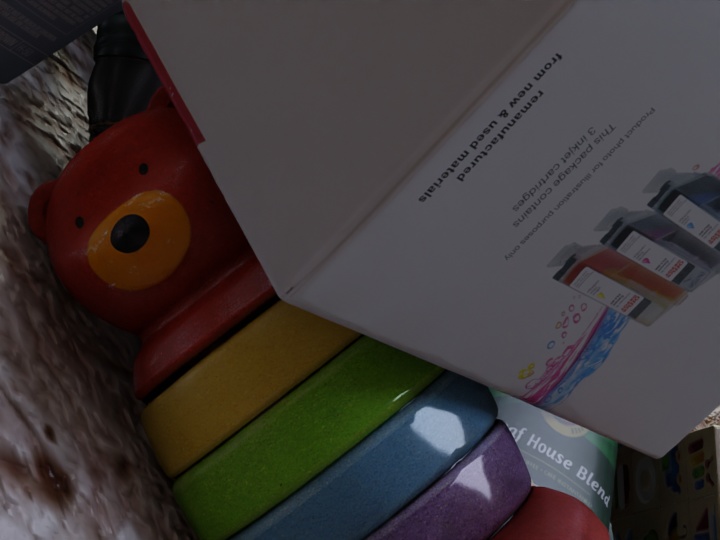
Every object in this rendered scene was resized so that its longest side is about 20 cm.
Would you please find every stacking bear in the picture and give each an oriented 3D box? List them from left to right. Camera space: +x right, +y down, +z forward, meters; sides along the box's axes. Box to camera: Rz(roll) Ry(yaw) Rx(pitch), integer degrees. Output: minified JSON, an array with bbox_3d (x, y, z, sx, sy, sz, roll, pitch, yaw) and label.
[{"bbox_3d":[-0.026,0.036,0.539,0.200,0.121,0.114,53,14,1],"label":"stacking bear"}]

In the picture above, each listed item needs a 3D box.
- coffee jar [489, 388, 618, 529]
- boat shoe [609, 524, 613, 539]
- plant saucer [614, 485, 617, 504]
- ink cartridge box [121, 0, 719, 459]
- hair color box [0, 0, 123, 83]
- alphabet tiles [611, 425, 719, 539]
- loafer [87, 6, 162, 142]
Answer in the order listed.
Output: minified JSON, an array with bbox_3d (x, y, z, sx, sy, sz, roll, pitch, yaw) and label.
[{"bbox_3d":[0.067,0.048,0.715,0.104,0.085,0.200,30,51,-13],"label":"coffee jar"},{"bbox_3d":[0.088,0.131,0.815,0.062,0.073,0.200,-44,116,-40],"label":"boat shoe"},{"bbox_3d":[0.153,0.152,1.001,0.200,0.035,0.201,176,-90,-83],"label":"plant saucer"},{"bbox_3d":[0.059,-0.056,0.533,0.200,0.145,0.145,26,24,-47],"label":"ink cartridge box"},{"bbox_3d":[-0.071,-0.160,0.561,0.099,0.200,0.061,65,13,22],"label":"hair color box"},{"bbox_3d":[0.149,0.146,0.887,0.200,0.006,0.167,136,-46,-70],"label":"alphabet tiles"},{"bbox_3d":[-0.062,-0.030,0.667,0.200,0.073,0.072,52,51,-61],"label":"loafer"}]
